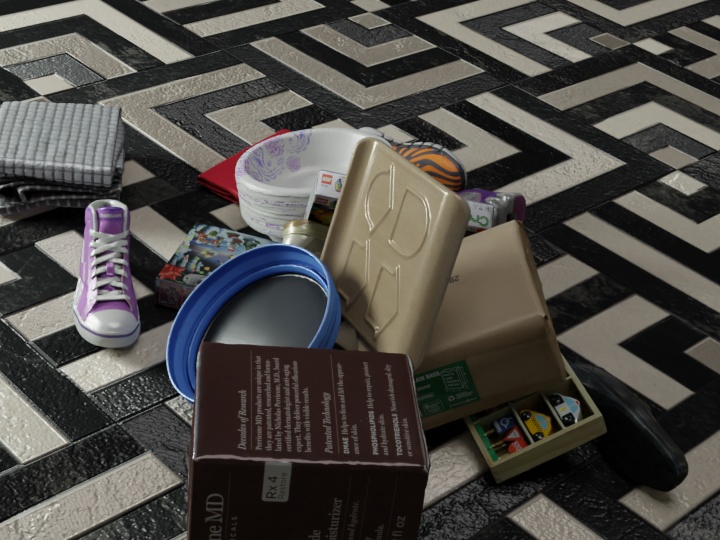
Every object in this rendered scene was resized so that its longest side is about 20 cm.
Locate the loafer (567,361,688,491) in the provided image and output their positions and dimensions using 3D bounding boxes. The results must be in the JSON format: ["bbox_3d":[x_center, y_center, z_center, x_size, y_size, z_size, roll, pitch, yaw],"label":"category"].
[{"bbox_3d":[0.281,0.155,1.401,0.072,0.073,0.200,-9,37,-30],"label":"loafer"}]

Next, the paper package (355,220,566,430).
[{"bbox_3d":[0.101,0.060,1.407,0.200,0.104,0.191,-19,32,9],"label":"paper package"}]

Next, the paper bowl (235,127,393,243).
[{"bbox_3d":[-0.051,-0.095,1.662,0.200,0.105,0.201,-5,27,3],"label":"paper bowl"}]

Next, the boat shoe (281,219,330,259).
[{"bbox_3d":[0.000,0.000,1.532,0.200,0.072,0.065,18,69,-22],"label":"boat shoe"}]

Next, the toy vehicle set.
[{"bbox_3d":[0.162,0.126,1.407,0.124,0.027,0.200,-26,37,-1],"label":"toy vehicle set"}]

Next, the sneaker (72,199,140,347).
[{"bbox_3d":[-0.286,-0.007,1.489,0.072,0.114,0.201,-1,35,-17],"label":"sneaker"}]

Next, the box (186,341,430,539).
[{"bbox_3d":[-0.053,0.181,1.199,0.200,0.166,0.164,3,34,-7],"label":"box"}]

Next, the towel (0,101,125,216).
[{"bbox_3d":[-0.386,-0.143,1.709,0.165,0.086,0.200,3,31,-10],"label":"towel"}]

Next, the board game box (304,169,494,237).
[{"bbox_3d":[0.039,-0.057,1.508,0.200,0.126,0.035,11,70,-5],"label":"board game box"}]

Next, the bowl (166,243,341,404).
[{"bbox_3d":[-0.110,0.064,1.389,0.200,0.039,0.201,-19,46,21],"label":"bowl"}]

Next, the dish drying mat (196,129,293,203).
[{"bbox_3d":[-0.134,-0.144,1.822,0.077,0.018,0.200,25,35,23],"label":"dish drying mat"}]

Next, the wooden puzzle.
[{"bbox_3d":[0.036,-0.019,1.347,0.046,0.186,0.200,6,20,-33],"label":"wooden puzzle"}]

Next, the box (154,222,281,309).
[{"bbox_3d":[-0.123,0.012,1.560,0.200,0.040,0.137,14,34,8],"label":"box"}]

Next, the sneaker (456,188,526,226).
[{"bbox_3d":[0.115,-0.058,1.666,0.088,0.081,0.200,26,32,38],"label":"sneaker"}]

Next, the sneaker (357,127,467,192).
[{"bbox_3d":[0.039,-0.127,1.793,0.200,0.078,0.112,17,36,34],"label":"sneaker"}]
